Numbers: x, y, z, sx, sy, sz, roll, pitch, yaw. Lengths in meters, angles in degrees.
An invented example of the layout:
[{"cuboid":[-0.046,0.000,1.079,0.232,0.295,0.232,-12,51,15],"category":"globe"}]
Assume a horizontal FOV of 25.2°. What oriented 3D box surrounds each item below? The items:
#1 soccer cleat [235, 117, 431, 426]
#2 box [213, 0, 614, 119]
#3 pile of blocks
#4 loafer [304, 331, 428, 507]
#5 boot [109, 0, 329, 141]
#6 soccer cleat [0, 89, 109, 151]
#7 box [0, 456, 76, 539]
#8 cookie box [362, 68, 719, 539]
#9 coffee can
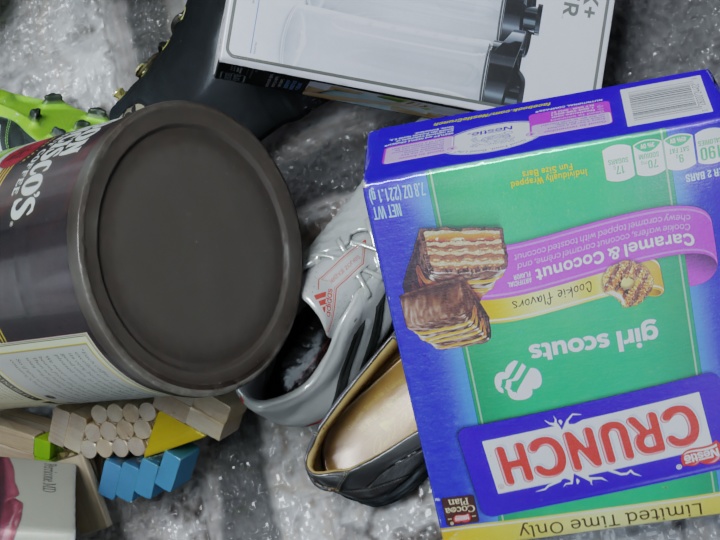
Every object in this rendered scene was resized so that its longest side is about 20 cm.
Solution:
[{"cuboid":[0.000,0.000,0.878,0.069,0.085,0.201,38,101,23],"category":"soccer cleat"},{"cuboid":[0.030,-0.142,0.840,0.198,0.060,0.118,11,87,-8],"category":"box"},{"cuboid":[-0.140,0.103,0.951,0.199,0.062,0.083,-14,96,28],"category":"pile of blocks"},{"cuboid":[0.047,0.049,0.860,0.073,0.072,0.200,42,101,23],"category":"loafer"},{"cuboid":[-0.098,-0.151,0.946,0.154,0.073,0.204,-39,69,19],"category":"boot"},{"cuboid":[-0.215,-0.071,1.001,0.199,0.067,0.082,20,117,20],"category":"soccer cleat"},{"cuboid":[-0.255,0.161,0.859,0.198,0.128,0.110,7,99,-12],"category":"box"},{"cuboid":[0.103,0.023,0.770,0.170,0.075,0.201,-10,114,9],"category":"cookie box"},{"cuboid":[-0.150,0.000,0.860,0.199,0.146,0.148,-9,81,43],"category":"coffee can"}]
